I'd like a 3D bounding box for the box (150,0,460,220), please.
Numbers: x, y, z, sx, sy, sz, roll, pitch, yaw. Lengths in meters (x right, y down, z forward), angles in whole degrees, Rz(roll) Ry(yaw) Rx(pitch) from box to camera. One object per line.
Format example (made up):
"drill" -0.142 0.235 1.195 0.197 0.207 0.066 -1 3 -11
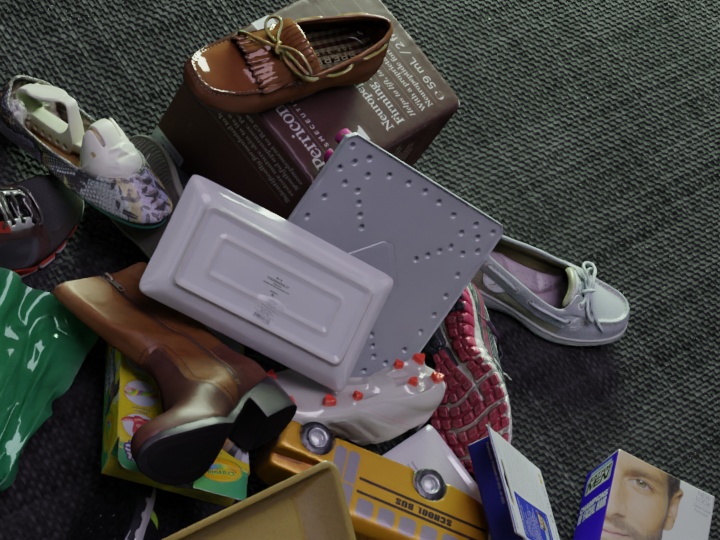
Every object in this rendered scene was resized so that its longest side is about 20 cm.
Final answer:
"box" -0.052 -0.133 1.716 0.200 0.164 0.166 -32 79 -38

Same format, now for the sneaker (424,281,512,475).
"sneaker" 0.104 0.089 1.725 0.075 0.080 0.201 16 57 -56

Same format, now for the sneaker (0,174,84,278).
"sneaker" -0.302 -0.036 1.574 0.077 0.082 0.200 49 49 7

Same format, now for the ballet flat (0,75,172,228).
"ballet flat" -0.241 -0.109 1.618 0.200 0.072 0.072 34 47 24

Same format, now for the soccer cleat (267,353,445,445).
"soccer cleat" -0.012 0.121 1.628 0.199 0.078 0.069 -4 38 -34

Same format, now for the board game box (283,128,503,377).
"board game box" 0.000 0.000 1.627 0.199 0.201 0.026 29 10 -37

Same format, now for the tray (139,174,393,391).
"tray" -0.073 0.012 1.543 0.199 0.022 0.108 28 85 -20

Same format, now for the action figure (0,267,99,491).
"action figure" -0.291 0.107 1.512 0.118 0.055 0.201 25 60 -15

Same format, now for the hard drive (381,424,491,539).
"hard drive" 0.029 0.233 1.625 0.199 0.027 0.132 -30 78 -38

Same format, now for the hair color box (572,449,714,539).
"hair color box" 0.246 0.275 1.693 0.109 0.065 0.201 26 51 -11

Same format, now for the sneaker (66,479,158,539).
"sneaker" -0.190 0.259 1.481 0.083 0.071 0.201 50 36 -39

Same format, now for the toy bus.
"toy bus" 0.007 0.198 1.577 0.199 0.065 0.079 23 54 -14

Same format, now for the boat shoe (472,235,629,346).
"boat shoe" 0.176 0.013 1.813 0.201 0.065 0.075 23 53 -14

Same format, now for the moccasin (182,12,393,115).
"moccasin" -0.058 -0.179 1.584 0.200 0.078 0.074 -10 66 -32

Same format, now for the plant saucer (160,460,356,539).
"plant saucer" -0.086 0.273 1.480 0.199 0.048 0.201 -22 105 -34

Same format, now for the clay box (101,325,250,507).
"clay box" -0.152 0.116 1.547 0.114 0.048 0.201 18 36 -18

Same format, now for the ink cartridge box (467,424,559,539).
"ink cartridge box" 0.131 0.200 1.610 0.037 0.200 0.095 -18 69 10

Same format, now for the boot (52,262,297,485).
"boot" -0.169 0.069 1.491 0.200 0.069 0.188 42 35 19

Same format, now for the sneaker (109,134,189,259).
"sneaker" -0.158 -0.030 1.668 0.200 0.075 0.106 56 6 38
